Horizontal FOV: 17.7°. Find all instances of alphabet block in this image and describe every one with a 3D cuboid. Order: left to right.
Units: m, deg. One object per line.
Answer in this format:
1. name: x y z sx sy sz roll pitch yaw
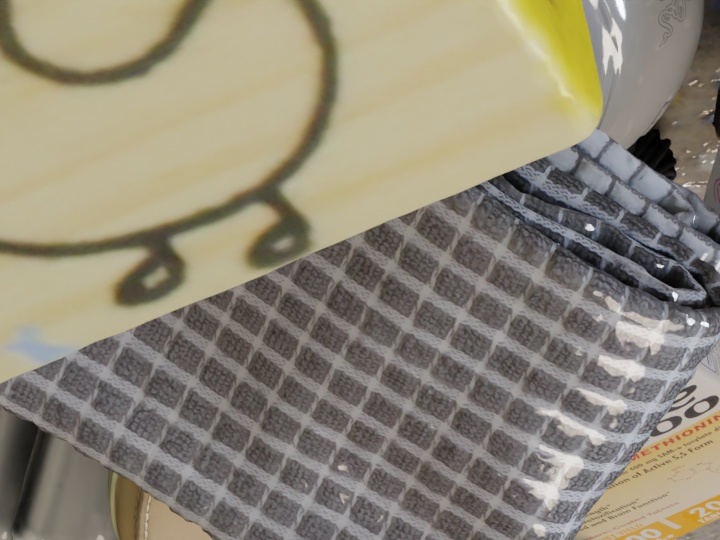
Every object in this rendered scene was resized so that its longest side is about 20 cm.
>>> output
1. alphabet block: -0.082 -0.114 0.527 0.199 0.197 0.195 -23 140 19

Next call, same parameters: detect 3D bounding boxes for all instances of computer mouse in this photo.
1. computer mouse: 0.086 -0.053 0.812 0.110 0.044 0.200 -43 157 -25

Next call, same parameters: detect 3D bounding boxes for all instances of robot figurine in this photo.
1. robot figurine: -0.079 0.108 0.994 0.169 0.114 0.200 10 169 43

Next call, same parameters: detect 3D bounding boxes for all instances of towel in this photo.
1. towel: -0.007 0.010 0.693 0.199 0.086 0.166 31 126 3

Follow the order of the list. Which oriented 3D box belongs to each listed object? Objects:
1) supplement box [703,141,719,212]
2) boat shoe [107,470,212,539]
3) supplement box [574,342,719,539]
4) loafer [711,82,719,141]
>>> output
1. supplement box: 0.188 -0.061 0.739 0.103 0.101 0.201 2 121 -20
2. boat shoe: -0.053 0.129 0.886 0.074 0.067 0.201 -13 134 -8
3. supplement box: 0.106 0.052 1.000 0.126 0.074 0.200 -28 145 26
4. loafer: 0.190 -0.035 0.871 0.200 0.073 0.071 35 95 -39
